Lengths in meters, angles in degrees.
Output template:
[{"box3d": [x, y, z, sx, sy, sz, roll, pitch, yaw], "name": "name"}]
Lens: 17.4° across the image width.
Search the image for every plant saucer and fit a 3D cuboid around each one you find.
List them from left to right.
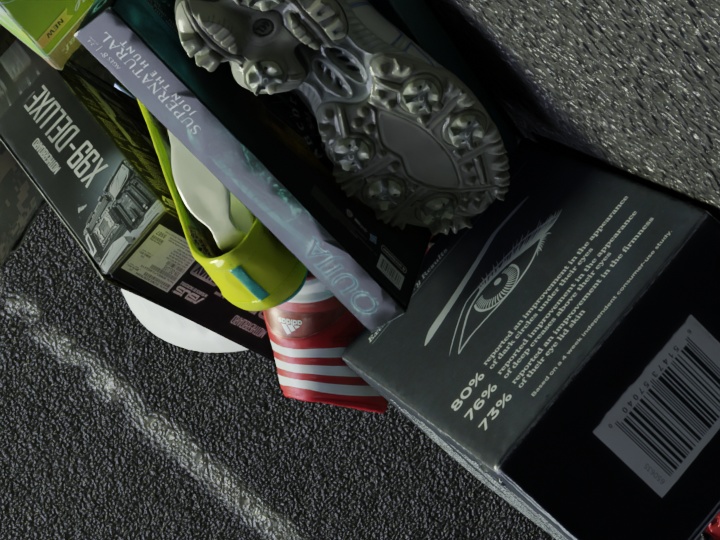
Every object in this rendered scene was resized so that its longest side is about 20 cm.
[{"box3d": [0.024, -0.111, 1.134, 0.070, 0.019, 0.200, 39, 174, 32], "name": "plant saucer"}]

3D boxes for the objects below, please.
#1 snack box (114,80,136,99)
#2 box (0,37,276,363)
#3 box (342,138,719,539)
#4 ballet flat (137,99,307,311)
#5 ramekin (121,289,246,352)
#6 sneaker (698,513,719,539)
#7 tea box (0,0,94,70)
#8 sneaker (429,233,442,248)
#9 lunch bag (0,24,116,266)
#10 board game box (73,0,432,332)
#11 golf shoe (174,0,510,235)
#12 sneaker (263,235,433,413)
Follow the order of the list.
[{"box3d": [-0.172, -0.181, 1.413, 0.200, 0.143, 0.053, 43, 135, -16], "name": "snack box"}, {"box3d": [-0.098, -0.031, 1.258, 0.158, 0.050, 0.200, 49, -169, 35], "name": "box"}, {"box3d": [0.102, 0.039, 1.095, 0.104, 0.148, 0.200, 42, 177, -23], "name": "box"}, {"box3d": [-0.076, -0.073, 1.133, 0.067, 0.067, 0.201, 29, -145, -56], "name": "ballet flat"}, {"box3d": [-0.083, -0.058, 1.493, 0.200, 0.200, 0.098, 37, 168, 41], "name": "ramekin"}, {"box3d": [0.206, 0.106, 1.491, 0.199, 0.079, 0.096, 34, -153, -9], "name": "sneaker"}, {"box3d": [-0.201, -0.232, 1.146, 0.200, 0.134, 0.197, 39, 177, 18], "name": "tea box"}, {"box3d": [0.052, 0.017, 1.337, 0.200, 0.072, 0.072, 46, -167, -17], "name": "sneaker"}, {"box3d": [-0.240, -0.105, 1.289, 0.199, 0.165, 0.117, 35, 145, -13], "name": "lunch bag"}, {"box3d": [-0.037, -0.083, 1.113, 0.200, 0.028, 0.136, 46, -144, -19], "name": "board game box"}, {"box3d": [-0.004, -0.099, 1.082, 0.200, 0.078, 0.098, 42, -157, -34], "name": "golf shoe"}, {"box3d": [0.000, 0.000, 1.232, 0.078, 0.200, 0.116, 15, 123, 25], "name": "sneaker"}]
